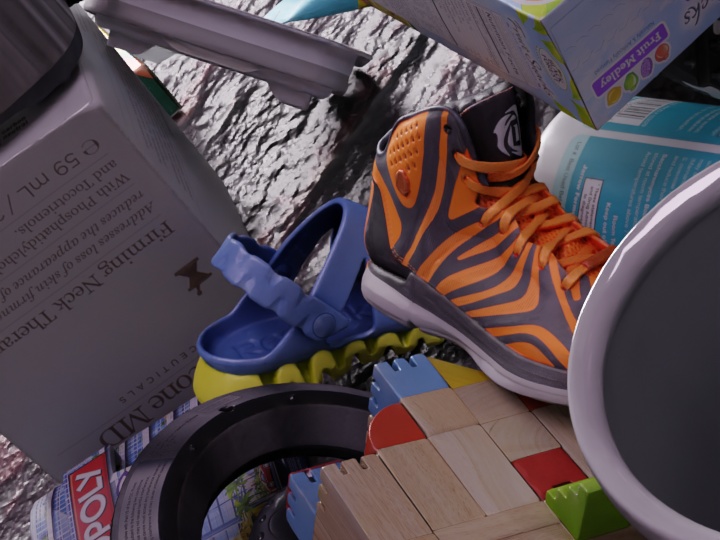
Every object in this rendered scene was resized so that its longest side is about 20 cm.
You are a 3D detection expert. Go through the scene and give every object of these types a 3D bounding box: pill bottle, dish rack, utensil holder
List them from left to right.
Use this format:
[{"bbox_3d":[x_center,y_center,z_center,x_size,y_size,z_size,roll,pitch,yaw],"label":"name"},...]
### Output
[{"bbox_3d":[-0.081,-0.132,0.954,0.200,0.170,0.044,-115,43,-84],"label":"dish rack"},{"bbox_3d":[0.176,-0.015,0.721,0.199,0.111,0.111,14,62,43],"label":"pill bottle"},{"bbox_3d":[0.187,0.076,0.561,0.169,0.200,0.171,-20,43,20],"label":"utensil holder"}]

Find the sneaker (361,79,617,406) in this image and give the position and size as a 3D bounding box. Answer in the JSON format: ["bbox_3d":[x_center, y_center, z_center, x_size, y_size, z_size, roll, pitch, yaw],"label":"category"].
[{"bbox_3d":[0.071,-0.017,0.690,0.199,0.113,0.077,21,30,40],"label":"sneaker"}]

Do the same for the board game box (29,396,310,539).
[{"bbox_3d":[-0.112,0.159,0.814,0.199,0.062,0.201,-32,41,7],"label":"board game box"}]

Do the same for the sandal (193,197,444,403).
[{"bbox_3d":[0.000,0.000,0.830,0.199,0.088,0.079,-27,35,-23],"label":"sandal"}]

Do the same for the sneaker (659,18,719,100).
[{"bbox_3d":[0.194,-0.109,0.769,0.090,0.199,0.067,3,95,61],"label":"sneaker"}]

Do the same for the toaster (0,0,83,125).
[{"bbox_3d":[-0.233,-0.124,0.800,0.199,0.129,0.114,-37,41,0],"label":"toaster"}]

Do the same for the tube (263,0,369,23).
[{"bbox_3d":[0.034,-0.190,0.987,0.199,0.051,0.077,-24,9,-9],"label":"tube"}]

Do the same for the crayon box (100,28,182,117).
[{"bbox_3d":[-0.234,-0.083,1.132,0.200,0.051,0.127,-44,41,-6],"label":"crayon box"}]

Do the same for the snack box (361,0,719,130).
[{"bbox_3d":[0.094,-0.167,0.714,0.168,0.068,0.200,-41,37,-7],"label":"snack box"}]

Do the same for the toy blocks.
[{"bbox_3d":[0.050,0.089,0.679,0.199,0.101,0.137,-12,37,-25],"label":"toy blocks"}]

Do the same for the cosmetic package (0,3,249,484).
[{"bbox_3d":[-0.173,-0.023,0.917,0.167,0.200,0.167,-35,40,4],"label":"cosmetic package"}]

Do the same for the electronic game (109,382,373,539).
[{"bbox_3d":[-0.010,0.126,0.706,0.198,0.042,0.201,11,42,-10],"label":"electronic game"}]
